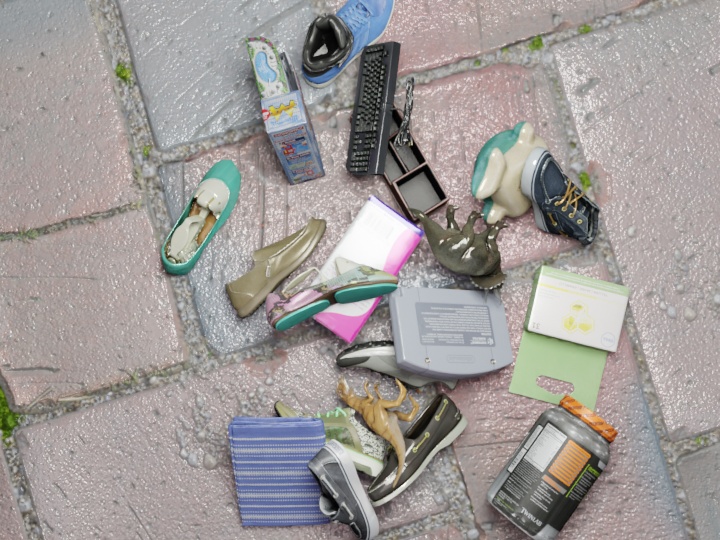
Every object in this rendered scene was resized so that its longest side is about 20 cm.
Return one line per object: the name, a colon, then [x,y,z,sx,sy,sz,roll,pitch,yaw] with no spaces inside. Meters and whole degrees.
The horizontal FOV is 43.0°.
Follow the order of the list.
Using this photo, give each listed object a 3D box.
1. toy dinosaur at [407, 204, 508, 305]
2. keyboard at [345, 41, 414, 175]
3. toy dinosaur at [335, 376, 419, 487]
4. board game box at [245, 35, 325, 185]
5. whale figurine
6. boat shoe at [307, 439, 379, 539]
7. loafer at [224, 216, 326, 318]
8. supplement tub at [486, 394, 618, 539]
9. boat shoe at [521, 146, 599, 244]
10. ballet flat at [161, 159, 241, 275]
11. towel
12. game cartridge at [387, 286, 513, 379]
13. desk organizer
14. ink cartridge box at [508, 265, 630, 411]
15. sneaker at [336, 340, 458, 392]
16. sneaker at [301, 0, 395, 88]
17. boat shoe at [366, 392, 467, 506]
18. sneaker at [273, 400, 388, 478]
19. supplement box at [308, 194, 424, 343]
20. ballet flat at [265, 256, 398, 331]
toy dinosaur: [0.155,-0.034,1.341,0.198,0.077,0.103,27,79,-21]
keyboard: [0.033,-0.242,1.365,0.126,0.020,0.203,5,87,42]
toy dinosaur: [0.041,0.226,1.363,0.106,0.061,0.200,-41,51,-5]
board game box: [-0.111,-0.243,1.357,0.061,0.200,0.203,-15,88,0]
whale figurine: [0.204,-0.150,1.359,0.103,0.199,0.161,28,109,26]
boat shoe: [-0.029,0.342,1.355,0.068,0.071,0.202,-36,130,-23]
loafer: [-0.133,-0.014,1.410,0.067,0.076,0.200,44,88,-4]
supplement tub: [0.290,0.295,1.371,0.122,0.123,0.201,37,88,2]
boat shoe: [0.299,-0.109,1.344,0.090,0.200,0.071,24,76,29]
ballet flat: [-0.246,-0.083,1.416,0.067,0.070,0.202,29,88,2]
towel: [-0.120,0.304,1.378,0.143,0.024,0.202,-1,118,2]
game cartridge: [0.135,0.094,1.368,0.198,0.040,0.135,4,64,-27]
desk organizer: [0.059,-0.174,1.414,0.071,0.077,0.201,-30,88,-1]
ink cartridge box: [0.323,0.108,1.417,0.144,0.048,0.203,14,85,0]
sneaker: [0.060,0.148,1.405,0.197,0.074,0.081,3,93,0]
sneaker: [-0.017,-0.374,1.406,0.077,0.111,0.200,44,88,2]
boat shoe: [0.076,0.269,1.378,0.201,0.072,0.061,-41,98,-25]
sneaker: [-0.039,0.240,1.409,0.198,0.077,0.089,29,76,-4]
supplement box: [0.000,0.000,1.395,0.101,0.103,0.201,35,87,1]
ballet flat: [-0.046,0.023,1.318,0.198,0.069,0.072,-20,68,0]
